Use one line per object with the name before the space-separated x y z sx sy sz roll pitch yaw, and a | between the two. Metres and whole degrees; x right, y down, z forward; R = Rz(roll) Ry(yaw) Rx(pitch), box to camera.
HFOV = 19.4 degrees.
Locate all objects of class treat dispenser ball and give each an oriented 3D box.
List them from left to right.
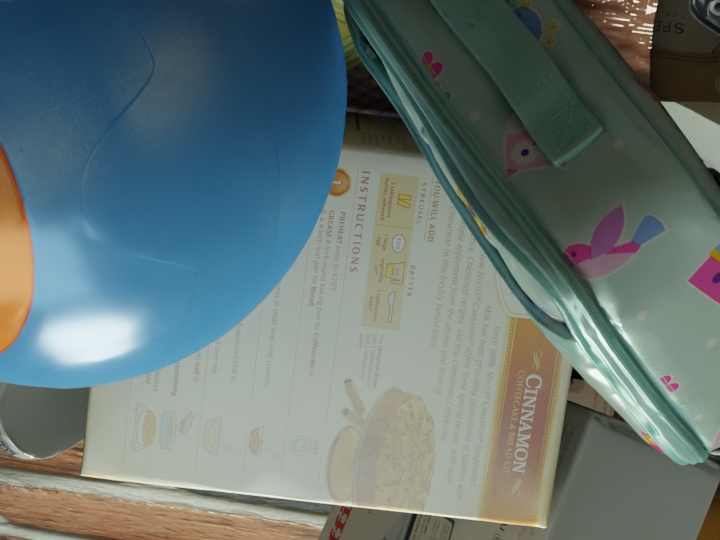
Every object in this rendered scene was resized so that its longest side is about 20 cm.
treat dispenser ball | -0.104 -0.061 0.728 0.199 0.203 0.201 8 163 3

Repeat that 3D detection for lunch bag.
lunch bag | 0.068 -0.039 0.729 0.077 0.201 0.160 -39 141 7

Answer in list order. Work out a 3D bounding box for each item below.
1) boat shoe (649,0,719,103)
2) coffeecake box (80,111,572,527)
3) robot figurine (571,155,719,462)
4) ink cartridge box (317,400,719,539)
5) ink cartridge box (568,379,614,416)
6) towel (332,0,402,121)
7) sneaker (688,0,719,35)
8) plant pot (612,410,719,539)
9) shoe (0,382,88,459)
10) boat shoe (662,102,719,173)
boat shoe | 0.196 -0.063 0.758 0.198 0.070 0.074 16 -174 -5
coffeecake box | -0.010 0.015 0.887 0.198 0.155 0.073 7 -164 -3
robot figurine | 0.178 0.013 0.941 0.198 0.126 0.150 4 165 18
ink cartridge box | 0.067 0.129 1.026 0.085 0.148 0.200 24 177 -27
ink cartridge box | 0.062 0.072 1.257 0.199 0.084 0.145 18 161 -26
towel | -0.010 -0.086 0.885 0.199 0.023 0.143 20 153 -32
sneaker | 0.151 -0.049 0.688 0.107 0.202 0.070 8 -161 2
plant pot | 0.206 0.099 1.090 0.198 0.185 0.200 6 165 2
shoe | -0.135 0.039 1.172 0.199 0.072 0.091 -30 -163 -29
boat shoe | 0.209 -0.045 0.832 0.199 0.064 0.071 28 171 25
